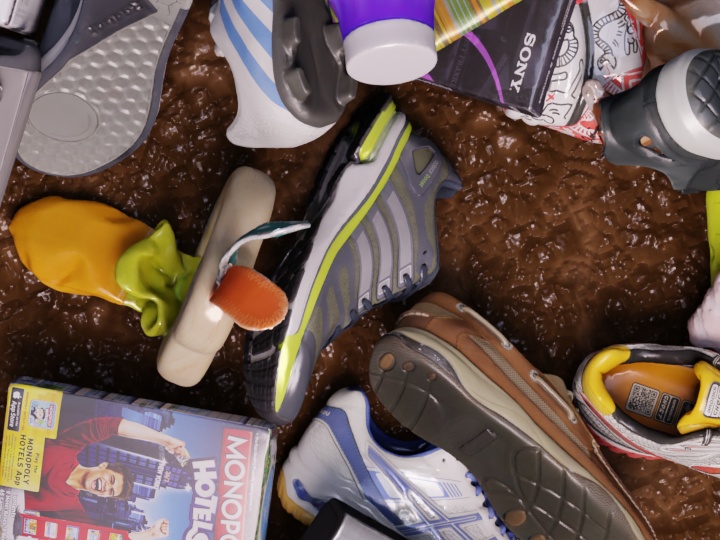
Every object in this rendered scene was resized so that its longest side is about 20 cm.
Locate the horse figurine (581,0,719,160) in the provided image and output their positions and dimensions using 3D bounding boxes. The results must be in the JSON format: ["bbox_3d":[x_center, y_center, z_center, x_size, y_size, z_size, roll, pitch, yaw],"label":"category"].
[{"bbox_3d":[0.201,-0.157,0.974,0.198,0.050,0.134,-26,108,-4],"label":"horse figurine"}]

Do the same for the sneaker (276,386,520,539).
[{"bbox_3d":[0.053,0.141,1.041,0.199,0.075,0.089,29,93,-7],"label":"sneaker"}]

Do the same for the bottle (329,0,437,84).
[{"bbox_3d":[0.006,-0.196,0.924,0.065,0.083,0.202,-18,69,33],"label":"bottle"}]

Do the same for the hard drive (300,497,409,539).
[{"bbox_3d":[0.027,0.229,0.985,0.199,0.033,0.140,32,95,-25],"label":"hard drive"}]

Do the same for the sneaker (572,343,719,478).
[{"bbox_3d":[0.213,0.089,1.011,0.198,0.082,0.079,10,78,15],"label":"sneaker"}]

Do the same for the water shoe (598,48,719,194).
[{"bbox_3d":[0.203,-0.075,0.971,0.199,0.078,0.072,15,68,-46],"label":"water shoe"}]

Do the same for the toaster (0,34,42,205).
[{"bbox_3d":[-0.267,-0.080,0.962,0.199,0.113,0.131,20,99,35],"label":"toaster"}]

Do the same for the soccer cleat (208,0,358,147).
[{"bbox_3d":[-0.054,-0.162,0.968,0.069,0.086,0.203,7,72,-41],"label":"soccer cleat"}]

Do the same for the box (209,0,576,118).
[{"bbox_3d":[0.028,-0.182,0.997,0.198,0.036,0.145,18,94,14],"label":"box"}]

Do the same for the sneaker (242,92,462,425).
[{"bbox_3d":[0.000,0.000,1.002,0.080,0.074,0.201,31,69,-14],"label":"sneaker"}]

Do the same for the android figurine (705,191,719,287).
[{"bbox_3d":[0.292,-0.034,1.058,0.180,0.041,0.203,-3,97,-3],"label":"android figurine"}]

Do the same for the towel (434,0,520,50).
[{"bbox_3d":[0.088,-0.184,0.942,0.199,0.018,0.087,-28,65,13],"label":"towel"}]

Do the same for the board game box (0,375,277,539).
[{"bbox_3d":[-0.107,0.169,1.016,0.197,0.062,0.202,10,102,3],"label":"board game box"}]

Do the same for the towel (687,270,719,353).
[{"bbox_3d":[0.299,0.003,0.966,0.189,0.201,0.032,15,51,-7],"label":"towel"}]

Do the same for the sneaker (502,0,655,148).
[{"bbox_3d":[0.135,-0.176,1.020,0.107,0.067,0.204,8,97,-7],"label":"sneaker"}]

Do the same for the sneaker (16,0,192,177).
[{"bbox_3d":[-0.136,-0.158,1.004,0.076,0.147,0.203,18,135,-21],"label":"sneaker"}]

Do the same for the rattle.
[{"bbox_3d":[-0.110,-0.015,0.952,0.142,0.200,0.131,39,92,-6],"label":"rattle"}]

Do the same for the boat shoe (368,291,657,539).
[{"bbox_3d":[0.095,0.089,1.013,0.200,0.075,0.074,45,48,-11],"label":"boat shoe"}]

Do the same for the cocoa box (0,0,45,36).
[{"bbox_3d":[-0.255,-0.220,0.957,0.198,0.133,0.133,17,94,-5],"label":"cocoa box"}]
